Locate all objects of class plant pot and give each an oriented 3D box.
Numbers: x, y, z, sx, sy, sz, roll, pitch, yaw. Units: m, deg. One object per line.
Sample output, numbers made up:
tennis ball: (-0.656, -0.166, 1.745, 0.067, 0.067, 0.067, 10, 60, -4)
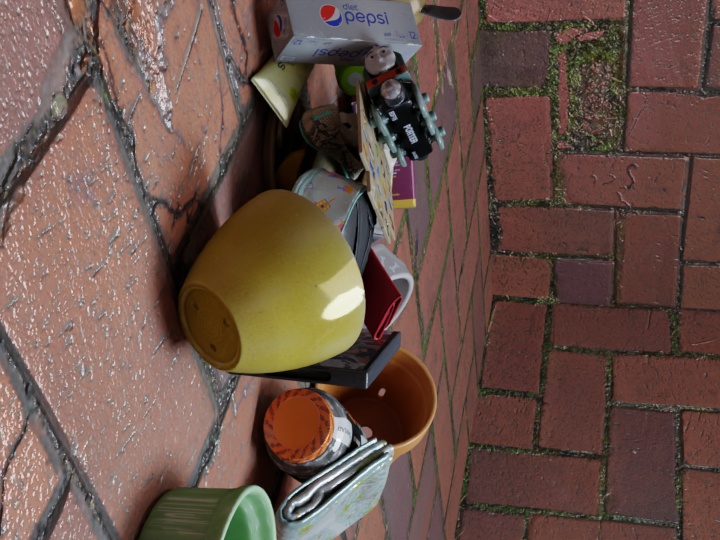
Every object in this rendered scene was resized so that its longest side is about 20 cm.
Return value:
plant pot: (-0.113, 0.031, 1.077, 0.141, 0.198, 0.203, -31, 127, -42)
plant pot: (0.016, 0.235, 1.629, 0.141, 0.197, 0.202, 103, 1, -52)

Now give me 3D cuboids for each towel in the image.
towel: (-0.045, 0.328, 1.364, 0.198, 0.048, 0.172, -28, 150, -32)

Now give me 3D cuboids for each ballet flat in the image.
ballet flat: (-0.017, -0.174, 1.340, 0.200, 0.074, 0.069, 33, 36, -69)

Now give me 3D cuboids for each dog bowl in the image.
dog bowl: (0.001, 0.053, 1.530, 0.199, 0.059, 0.201, -37, 157, -19)

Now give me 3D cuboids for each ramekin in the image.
ramekin: (-0.166, 0.326, 1.050, 0.200, 0.096, 0.204, 3, 90, -76)

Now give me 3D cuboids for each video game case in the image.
video game case: (-0.053, 0.106, 1.290, 0.200, 0.178, 0.026, -36, 129, -72)

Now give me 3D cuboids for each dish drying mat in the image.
dish drying mat: (0.000, 0.000, 1.336, 0.078, 0.018, 0.201, -65, -144, 30)

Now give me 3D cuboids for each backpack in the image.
backpack: (-0.062, -0.031, 1.257, 0.202, 0.152, 0.176, -65, 170, 15)

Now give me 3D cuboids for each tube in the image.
tube: (-0.091, -0.272, 1.325, 0.201, 0.057, 0.052, -68, 177, -48)

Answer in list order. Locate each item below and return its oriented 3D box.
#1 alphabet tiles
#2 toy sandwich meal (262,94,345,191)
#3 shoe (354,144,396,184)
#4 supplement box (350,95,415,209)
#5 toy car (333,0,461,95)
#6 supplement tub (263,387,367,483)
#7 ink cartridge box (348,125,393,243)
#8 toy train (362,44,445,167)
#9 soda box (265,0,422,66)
alphabet tiles: (0.019, -0.142, 1.287, 0.167, 0.006, 0.202, 67, 16, -49)
toy sandwich meal: (-0.075, -0.151, 1.374, 0.205, 0.069, 0.209, 3, 90, -76)
shoe: (0.013, -0.111, 1.430, 0.070, 0.053, 0.203, -5, -114, 68)
supplement box: (0.040, -0.222, 1.714, 0.132, 0.101, 0.203, -89, 175, -61)
toy car: (0.044, -0.373, 1.459, 0.166, 0.197, 0.159, -104, -177, -48)
supplement tub: (-0.064, 0.239, 1.400, 0.200, 0.120, 0.124, 62, 34, -66)
ink cartridge box: (0.004, -0.139, 1.571, 0.197, 0.046, 0.204, 156, -58, -71)
toy train: (0.052, -0.220, 1.331, 0.200, 0.084, 0.115, 47, 21, -67)
soda box: (-0.021, -0.314, 1.302, 0.063, 0.197, 0.069, -37, -118, 54)
